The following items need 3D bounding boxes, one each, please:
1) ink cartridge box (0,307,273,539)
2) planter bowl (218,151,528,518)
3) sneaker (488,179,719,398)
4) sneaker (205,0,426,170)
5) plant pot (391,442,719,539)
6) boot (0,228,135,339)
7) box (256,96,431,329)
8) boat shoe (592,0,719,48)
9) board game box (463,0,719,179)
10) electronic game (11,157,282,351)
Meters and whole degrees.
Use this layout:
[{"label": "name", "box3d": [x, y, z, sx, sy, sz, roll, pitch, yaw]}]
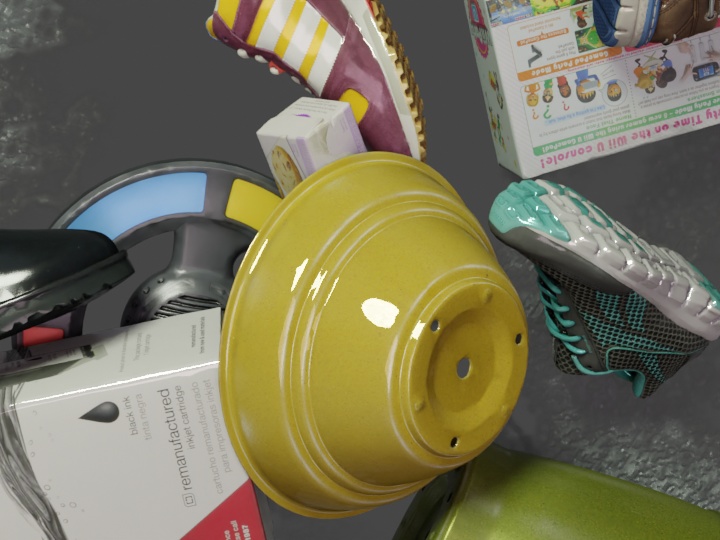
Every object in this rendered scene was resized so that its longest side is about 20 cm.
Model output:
[{"label": "ink cartridge box", "box3d": [-0.155, 0.118, 0.844, 0.199, 0.083, 0.148, -12, 109, -1]}, {"label": "planter bowl", "box3d": [0.028, 0.043, 0.817, 0.200, 0.083, 0.202, -13, 109, -41]}, {"label": "sneaker", "box3d": [0.135, 0.020, 0.899, 0.200, 0.078, 0.091, 28, 108, -37]}, {"label": "sneaker", "box3d": [-0.033, -0.131, 0.857, 0.090, 0.075, 0.201, -24, 104, 9]}, {"label": "plant pot", "box3d": [0.113, 0.195, 0.906, 0.192, 0.200, 0.201, 29, 96, -4]}, {"label": "boot", "box3d": [-0.236, -0.035, 0.810, 0.199, 0.076, 0.169, -20, 91, -8]}, {"label": "box", "box3d": [0.000, 0.000, 0.865, 0.039, 0.041, 0.201, -40, 126, -31]}, {"label": "boat shoe", "box3d": [0.168, -0.208, 0.791, 0.072, 0.072, 0.201, -2, 130, -10]}, {"label": "board game box", "box3d": [0.131, -0.168, 0.880, 0.147, 0.064, 0.201, -15, 104, -7]}, {"label": "electronic game", "box3d": [-0.097, 0.036, 0.890, 0.199, 0.042, 0.201, -3, 103, -12]}]
